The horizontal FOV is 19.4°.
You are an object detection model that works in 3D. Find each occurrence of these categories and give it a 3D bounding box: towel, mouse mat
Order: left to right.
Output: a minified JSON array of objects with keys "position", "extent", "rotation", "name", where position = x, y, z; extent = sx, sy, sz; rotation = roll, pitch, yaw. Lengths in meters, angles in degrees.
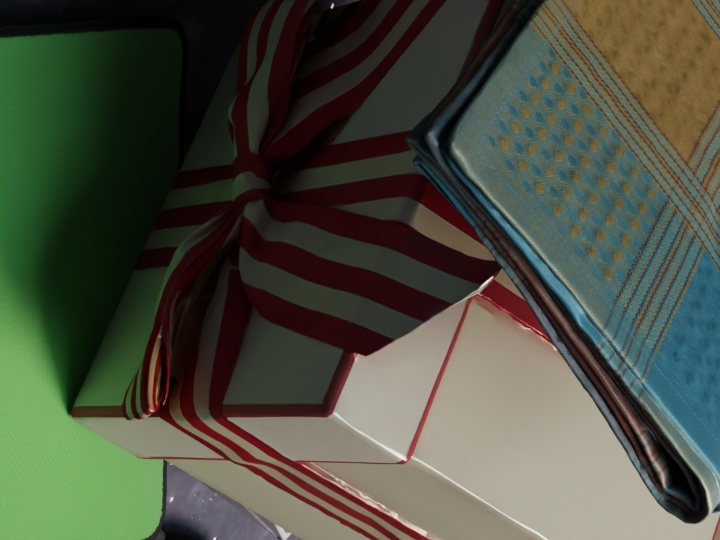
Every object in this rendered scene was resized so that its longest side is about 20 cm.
[{"position":[-0.103,0.015,0.720],"extent":[0.161,0.008,0.201],"rotation":[-17,112,-64],"name":"mouse mat"},{"position":[0.096,-0.035,0.656],"extent":[0.147,0.022,0.200],"rotation":[53,41,-15],"name":"towel"}]

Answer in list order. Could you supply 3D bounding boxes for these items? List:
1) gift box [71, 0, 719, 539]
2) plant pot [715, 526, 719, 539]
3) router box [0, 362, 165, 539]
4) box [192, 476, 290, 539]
[{"position":[0.032,0.001,0.715],"extent":[0.186,0.200,0.185],"rotation":[33,64,-28],"name":"gift box"},{"position":[0.176,0.074,1.091],"extent":[0.174,0.200,0.201],"rotation":[3,115,-34],"name":"plant pot"},{"position":[-0.170,0.102,0.734],"extent":[0.157,0.052,0.200],"rotation":[-50,147,-13],"name":"router box"},{"position":[0.000,0.000,0.877],"extent":[0.200,0.060,0.117],"rotation":[-46,146,-21],"name":"box"}]
